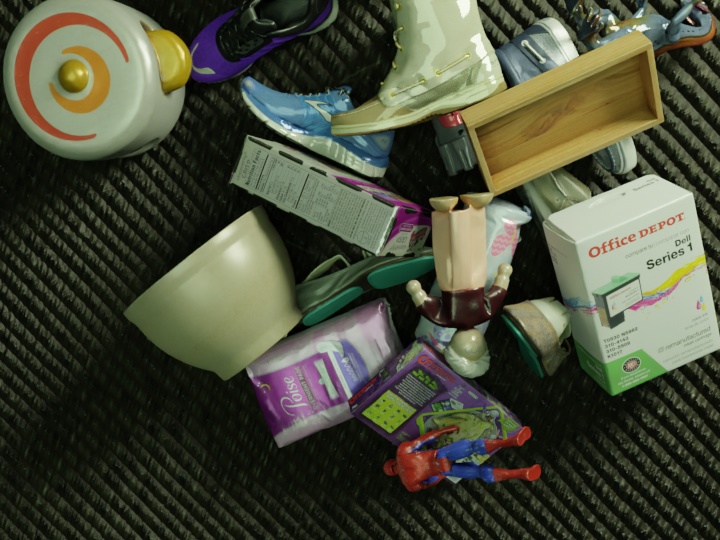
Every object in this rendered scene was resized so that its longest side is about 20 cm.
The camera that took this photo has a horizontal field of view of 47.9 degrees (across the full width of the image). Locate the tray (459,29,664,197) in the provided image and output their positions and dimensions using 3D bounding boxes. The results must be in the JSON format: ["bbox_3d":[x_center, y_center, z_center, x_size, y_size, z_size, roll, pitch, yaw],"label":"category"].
[{"bbox_3d":[0.213,-0.163,0.857,0.198,0.037,0.099,-23,130,7],"label":"tray"}]

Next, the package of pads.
[{"bbox_3d":[-0.035,0.124,1.004,0.198,0.076,0.122,-23,94,8],"label":"package of pads"}]

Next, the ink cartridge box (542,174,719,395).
[{"bbox_3d":[0.307,0.016,0.914,0.143,0.084,0.202,-22,112,-3],"label":"ink cartridge box"}]

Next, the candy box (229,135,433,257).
[{"bbox_3d":[-0.029,-0.081,0.913,0.199,0.136,0.062,28,101,20],"label":"candy box"}]

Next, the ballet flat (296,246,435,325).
[{"bbox_3d":[0.000,0.000,0.990,0.198,0.067,0.064,-25,66,6],"label":"ballet flat"}]

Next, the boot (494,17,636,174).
[{"bbox_3d":[0.227,-0.181,0.926,0.090,0.073,0.201,-31,86,-8],"label":"boot"}]

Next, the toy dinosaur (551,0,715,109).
[{"bbox_3d":[0.307,-0.263,0.897,0.180,0.105,0.201,12,125,-27],"label":"toy dinosaur"}]

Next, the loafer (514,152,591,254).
[{"bbox_3d":[0.229,-0.089,0.953,0.069,0.075,0.201,-29,105,4],"label":"loafer"}]

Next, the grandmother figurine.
[{"bbox_3d":[0.110,0.020,0.892,0.120,0.061,0.203,-6,99,3],"label":"grandmother figurine"}]

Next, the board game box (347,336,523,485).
[{"bbox_3d":[0.093,0.174,0.976,0.120,0.032,0.200,-40,122,17],"label":"board game box"}]

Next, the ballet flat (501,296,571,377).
[{"bbox_3d":[0.207,0.066,0.925,0.067,0.200,0.068,-39,66,2],"label":"ballet flat"}]

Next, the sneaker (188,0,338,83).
[{"bbox_3d":[-0.126,-0.282,0.933,0.198,0.100,0.070,-25,96,12],"label":"sneaker"}]

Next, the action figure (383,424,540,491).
[{"bbox_3d":[0.119,0.214,0.937,0.199,0.099,0.066,-16,87,36],"label":"action figure"}]

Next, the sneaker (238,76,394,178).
[{"bbox_3d":[-0.050,-0.185,0.964,0.198,0.079,0.090,24,93,-7],"label":"sneaker"}]

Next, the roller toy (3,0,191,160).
[{"bbox_3d":[-0.305,-0.220,0.941,0.199,0.140,0.184,28,101,1],"label":"roller toy"}]

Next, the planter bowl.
[{"bbox_3d":[-0.151,0.039,0.937,0.200,0.200,0.135,-38,94,10],"label":"planter bowl"}]

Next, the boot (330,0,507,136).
[{"bbox_3d":[0.044,-0.237,0.881,0.198,0.072,0.156,-16,102,11],"label":"boot"}]

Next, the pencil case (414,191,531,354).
[{"bbox_3d":[0.133,0.007,0.966,0.083,0.090,0.202,25,100,24],"label":"pencil case"}]

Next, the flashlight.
[{"bbox_3d":[0.099,-0.215,0.943,0.067,0.068,0.202,-22,95,5],"label":"flashlight"}]
